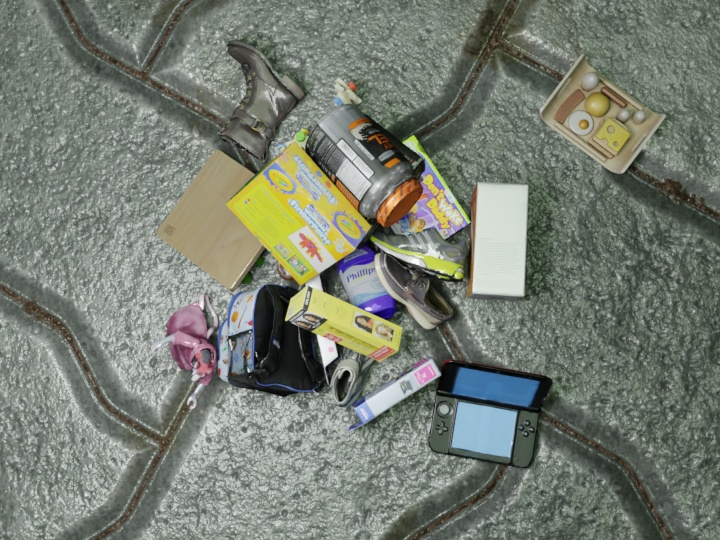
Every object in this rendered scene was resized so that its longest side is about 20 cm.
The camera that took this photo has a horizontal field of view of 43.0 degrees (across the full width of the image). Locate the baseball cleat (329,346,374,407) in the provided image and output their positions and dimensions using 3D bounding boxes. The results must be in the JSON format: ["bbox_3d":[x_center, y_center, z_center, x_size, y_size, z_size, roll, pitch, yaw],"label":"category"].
[{"bbox_3d":[-0.003,0.155,1.685,0.069,0.106,0.203,13,83,8],"label":"baseball cleat"}]

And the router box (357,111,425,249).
[{"bbox_3d":[0.002,-0.164,1.663,0.149,0.062,0.201,39,85,14],"label":"router box"}]

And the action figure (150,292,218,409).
[{"bbox_3d":[-0.291,0.148,1.659,0.148,0.200,0.135,-34,115,-15],"label":"action figure"}]

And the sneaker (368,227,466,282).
[{"bbox_3d":[0.106,-0.044,1.679,0.198,0.074,0.082,20,78,11],"label":"sneaker"}]

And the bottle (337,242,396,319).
[{"bbox_3d":[0.000,0.000,1.702,0.082,0.065,0.202,-20,66,-2],"label":"bottle"}]

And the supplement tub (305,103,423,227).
[{"bbox_3d":[0.009,-0.178,1.570,0.122,0.123,0.200,-43,77,-3],"label":"supplement tub"}]

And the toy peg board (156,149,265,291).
[{"bbox_3d":[-0.244,-0.085,1.738,0.198,0.098,0.201,34,84,21],"label":"toy peg board"}]

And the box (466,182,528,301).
[{"bbox_3d":[0.252,-0.050,1.689,0.096,0.124,0.203,3,84,3],"label":"box"}]

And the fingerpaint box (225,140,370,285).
[{"bbox_3d":[-0.108,-0.096,1.587,0.200,0.166,0.074,47,45,-11],"label":"fingerpaint box"}]

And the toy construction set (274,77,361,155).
[{"bbox_3d":[-0.059,-0.261,1.745,0.131,0.092,0.201,41,98,6],"label":"toy construction set"}]

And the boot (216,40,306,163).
[{"bbox_3d":[-0.219,-0.326,1.762,0.199,0.069,0.175,38,86,3],"label":"boot"}]

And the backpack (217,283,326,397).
[{"bbox_3d":[-0.166,0.125,1.660,0.152,0.199,0.194,-7,73,34],"label":"backpack"}]

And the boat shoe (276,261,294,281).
[{"bbox_3d":[-0.099,-0.073,1.732,0.070,0.070,0.202,29,87,4],"label":"boat shoe"}]

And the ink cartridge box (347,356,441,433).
[{"bbox_3d":[0.053,0.226,1.669,0.199,0.119,0.042,-35,87,-1],"label":"ink cartridge box"}]

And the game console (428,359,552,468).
[{"bbox_3d":[0.232,0.263,1.660,0.197,0.119,0.175,10,84,3],"label":"game console"}]

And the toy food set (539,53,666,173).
[{"bbox_3d":[0.460,-0.298,1.740,0.199,0.060,0.144,38,86,6],"label":"toy food set"}]

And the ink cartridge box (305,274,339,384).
[{"bbox_3d":[-0.066,0.109,1.698,0.037,0.095,0.203,-11,84,0],"label":"ink cartridge box"}]

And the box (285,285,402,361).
[{"bbox_3d":[-0.028,0.095,1.616,0.198,0.075,0.051,25,58,-21],"label":"box"}]

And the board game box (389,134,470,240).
[{"bbox_3d":[0.100,-0.136,1.743,0.134,0.045,0.201,-33,84,-2],"label":"board game box"}]

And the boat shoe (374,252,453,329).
[{"bbox_3d":[0.099,0.031,1.667,0.064,0.072,0.200,-23,126,29],"label":"boat shoe"}]
